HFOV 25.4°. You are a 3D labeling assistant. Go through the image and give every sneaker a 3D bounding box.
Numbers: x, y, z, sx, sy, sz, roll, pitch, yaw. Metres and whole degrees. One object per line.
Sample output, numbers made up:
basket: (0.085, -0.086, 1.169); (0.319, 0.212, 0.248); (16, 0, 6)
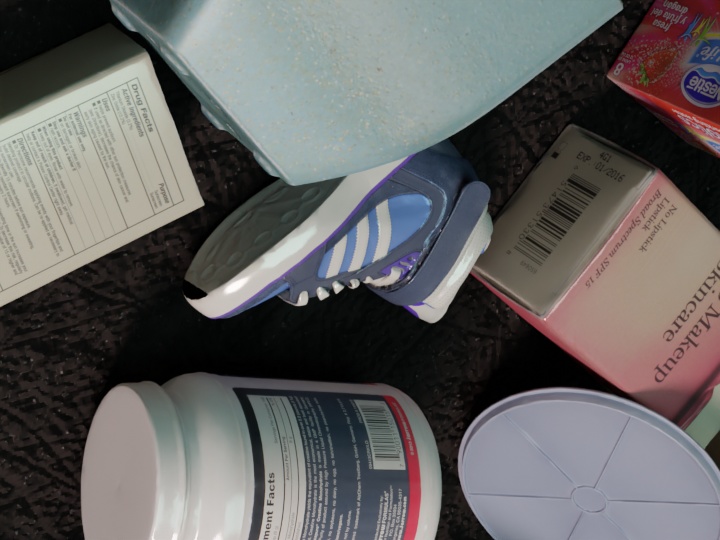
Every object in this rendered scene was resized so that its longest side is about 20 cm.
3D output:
sneaker: (0.000, 0.000, 1.019); (0.200, 0.080, 0.147); (-42, 121, -13)

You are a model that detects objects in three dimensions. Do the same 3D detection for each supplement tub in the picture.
supplement tub: (-0.062, 0.137, 1.011); (0.199, 0.140, 0.141); (6, 109, -30)

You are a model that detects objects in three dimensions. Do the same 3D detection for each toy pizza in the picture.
toy pizza: (0.167, 0.154, 1.145); (0.032, 0.199, 0.201); (-62, 139, -46)

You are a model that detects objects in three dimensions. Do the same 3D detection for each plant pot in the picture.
plant pot: (-0.020, -0.164, 0.866); (0.200, 0.196, 0.196); (-45, 125, -3)

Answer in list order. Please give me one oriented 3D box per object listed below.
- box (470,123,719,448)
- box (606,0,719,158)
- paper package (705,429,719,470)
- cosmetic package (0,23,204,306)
box: (0.192, 0.014, 1.116); (0.200, 0.109, 0.128); (38, 90, -35)
box: (0.270, -0.117, 1.044); (0.099, 0.200, 0.096); (31, 93, -35)
paper package: (0.326, 0.177, 1.198); (0.103, 0.190, 0.201); (-27, 109, -18)
cosmetic package: (-0.201, -0.046, 0.893); (0.199, 0.073, 0.104); (-27, 122, -16)
